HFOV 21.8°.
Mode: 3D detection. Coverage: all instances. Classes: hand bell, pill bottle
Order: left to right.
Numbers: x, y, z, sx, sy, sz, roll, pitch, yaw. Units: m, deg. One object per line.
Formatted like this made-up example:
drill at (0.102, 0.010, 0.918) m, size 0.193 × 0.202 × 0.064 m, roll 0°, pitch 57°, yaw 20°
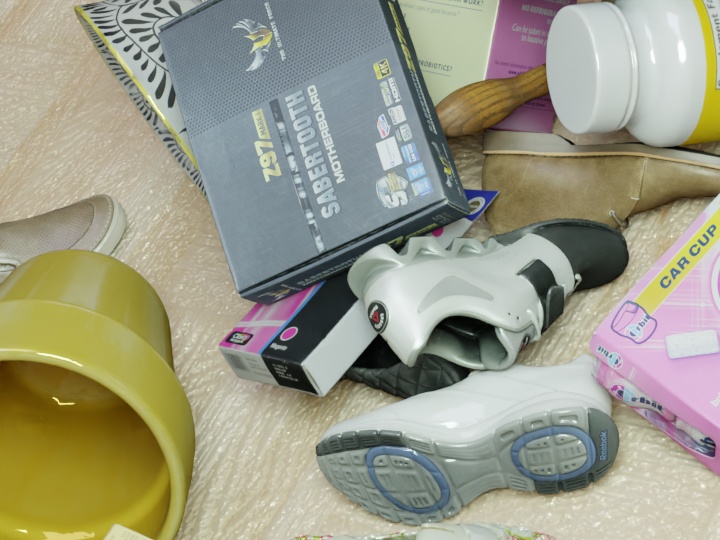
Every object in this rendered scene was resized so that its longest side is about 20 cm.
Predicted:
hand bell at (0.123, -0.129, 1.270) m, size 0.199 × 0.105 × 0.104 m, roll -23°, pitch 37°, yaw -26°
pill bottle at (0.226, -0.139, 1.210) m, size 0.198 × 0.112 × 0.112 m, roll -7°, pitch 39°, yaw -16°

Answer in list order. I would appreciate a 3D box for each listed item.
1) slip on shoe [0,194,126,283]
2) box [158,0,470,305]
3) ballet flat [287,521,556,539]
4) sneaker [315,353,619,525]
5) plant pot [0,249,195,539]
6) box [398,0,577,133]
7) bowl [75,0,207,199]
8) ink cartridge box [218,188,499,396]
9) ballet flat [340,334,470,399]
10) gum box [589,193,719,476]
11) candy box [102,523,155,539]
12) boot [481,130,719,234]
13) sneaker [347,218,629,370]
slip on shoe at (-0.281, -0.010, 1.472) m, size 0.198 × 0.061 × 0.076 m, roll -25°, pitch 42°, yaw 6°
box at (-0.033, -0.099, 1.224) m, size 0.157 × 0.051 × 0.202 m, roll -23°, pitch 73°, yaw 19°
ballet flat at (0.027, 0.182, 1.110) m, size 0.198 × 0.064 × 0.076 m, roll -12°, pitch 44°, yaw 19°
sneaker at (0.068, 0.102, 1.171) m, size 0.198 × 0.075 × 0.087 m, roll -8°, pitch 30°, yaw 18°
plant pot at (-0.201, 0.087, 1.251) m, size 0.199 × 0.202 × 0.189 m, roll -18°, pitch 27°, yaw 14°
box at (0.064, -0.213, 1.366) m, size 0.175 × 0.096 × 0.202 m, roll 16°, pitch 101°, yaw 40°
bowl at (-0.115, -0.137, 1.383) m, size 0.094 × 0.201 × 0.201 m, roll -36°, pitch 42°, yaw -5°
ink cartridge box at (0.000, 0.000, 1.253) m, size 0.094 × 0.037 × 0.200 m, roll 7°, pitch 46°, yaw 50°
ballet flat at (-0.008, 0.044, 1.263) m, size 0.199 × 0.057 × 0.067 m, roll 9°, pitch 58°, yaw 42°
gum box at (0.237, 0.022, 1.111) m, size 0.113 × 0.066 × 0.200 m, roll 37°, pitch 72°, yaw 23°
candy box at (-0.065, 0.225, 1.082) m, size 0.199 × 0.116 × 0.056 m, roll 14°, pitch 58°, yaw 38°
boot at (0.176, -0.051, 1.260) m, size 0.198 × 0.073 × 0.076 m, roll 4°, pitch 88°, yaw 25°
sneaker at (0.094, 0.024, 1.186) m, size 0.198 × 0.074 × 0.089 m, roll -10°, pitch 56°, yaw -26°
